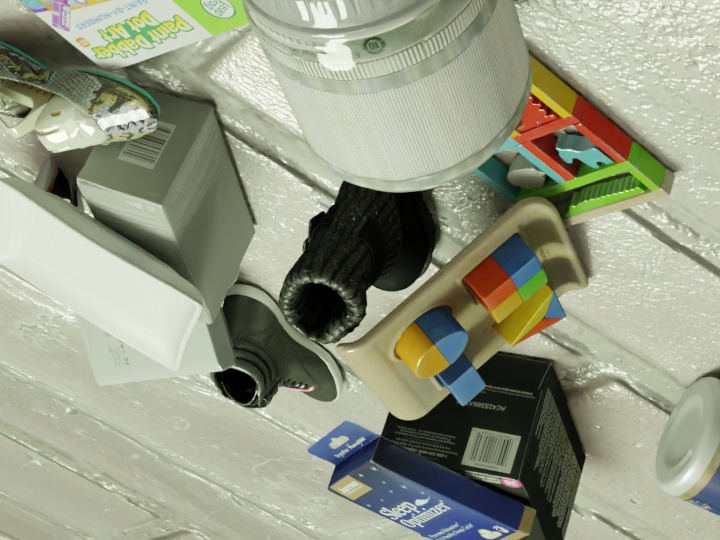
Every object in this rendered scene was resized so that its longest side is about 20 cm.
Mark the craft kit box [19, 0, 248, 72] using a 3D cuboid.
[{"bbox_3d":[-0.185,-0.233,1.199,0.199,0.049,0.197,-10,143,46],"label":"craft kit box"}]

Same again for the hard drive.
[{"bbox_3d":[-0.210,0.041,1.654,0.199,0.027,0.133,-10,99,46],"label":"hard drive"}]

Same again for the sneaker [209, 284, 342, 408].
[{"bbox_3d":[-0.089,0.106,1.694,0.070,0.100,0.200,-1,147,33],"label":"sneaker"}]

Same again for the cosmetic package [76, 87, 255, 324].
[{"bbox_3d":[-0.160,-0.052,1.443,0.090,0.107,0.200,17,152,15],"label":"cosmetic package"}]

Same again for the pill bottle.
[{"bbox_3d":[0.373,0.182,1.501,0.199,0.111,0.111,24,153,-8],"label":"pill bottle"}]

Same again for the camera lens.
[{"bbox_3d":[0.016,-0.159,1.063,0.159,0.161,0.200,8,151,23],"label":"camera lens"}]

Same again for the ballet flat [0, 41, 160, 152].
[{"bbox_3d":[-0.244,-0.128,1.349,0.200,0.072,0.072,21,158,36],"label":"ballet flat"}]

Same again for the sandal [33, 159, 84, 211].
[{"bbox_3d":[-0.287,-0.042,1.592,0.059,0.079,0.207,22,162,-7],"label":"sandal"}]

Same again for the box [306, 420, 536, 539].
[{"bbox_3d":[0.050,0.207,1.579,0.199,0.033,0.121,28,153,-10],"label":"box"}]

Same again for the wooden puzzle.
[{"bbox_3d":[0.092,0.044,1.349,0.046,0.200,0.185,54,180,27],"label":"wooden puzzle"}]

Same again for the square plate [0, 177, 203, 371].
[{"bbox_3d":[-0.226,0.001,1.454,0.200,0.029,0.198,32,158,0],"label":"square plate"}]

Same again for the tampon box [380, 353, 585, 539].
[{"bbox_3d":[0.121,0.180,1.654,0.149,0.127,0.200,8,151,23],"label":"tampon box"}]

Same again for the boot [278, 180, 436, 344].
[{"bbox_3d":[-0.002,-0.001,1.370,0.079,0.158,0.211,12,152,16],"label":"boot"}]

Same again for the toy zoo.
[{"bbox_3d":[0.119,-0.101,1.253,0.200,0.021,0.131,35,150,-27],"label":"toy zoo"}]
